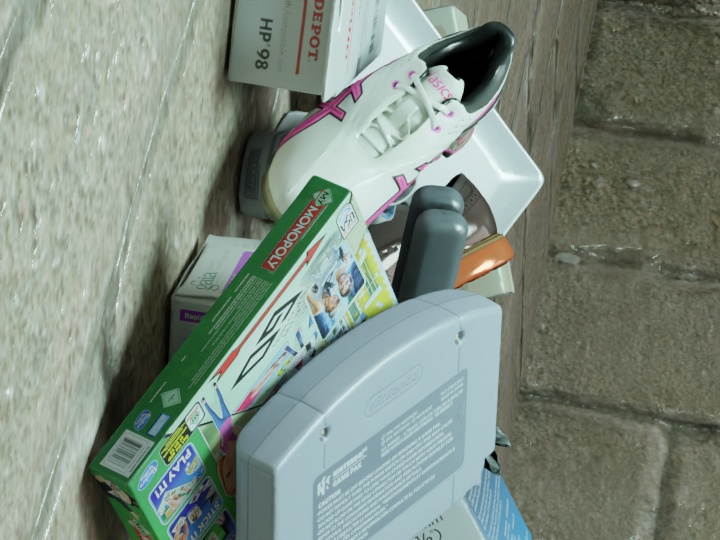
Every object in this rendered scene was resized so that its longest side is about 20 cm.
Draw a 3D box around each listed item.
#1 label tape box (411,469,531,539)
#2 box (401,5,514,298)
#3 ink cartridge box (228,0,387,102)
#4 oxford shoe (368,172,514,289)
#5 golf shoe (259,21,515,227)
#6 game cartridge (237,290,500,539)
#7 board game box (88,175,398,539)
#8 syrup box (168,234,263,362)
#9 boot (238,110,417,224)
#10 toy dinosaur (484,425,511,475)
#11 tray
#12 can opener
[{"bbox_3d":[0.042,0.129,1.883,0.201,0.066,0.143,61,12,-12],"label":"label tape box"},{"bbox_3d":[0.043,-0.074,1.977,0.078,0.094,0.201,4,75,-82],"label":"box"},{"bbox_3d":[-0.028,-0.170,1.660,0.200,0.066,0.117,-52,150,-75],"label":"ink cartridge box"},{"bbox_3d":[0.000,0.000,1.822,0.071,0.199,0.073,-25,-90,61],"label":"oxford shoe"},{"bbox_3d":[0.015,-0.086,1.656,0.200,0.073,0.092,-42,174,-42],"label":"golf shoe"},{"bbox_3d":[0.004,0.094,1.529,0.200,0.040,0.134,-33,139,-43],"label":"game cartridge"},{"bbox_3d":[-0.053,0.067,1.500,0.200,0.029,0.135,-53,145,-23],"label":"board game box"},{"bbox_3d":[-0.064,0.089,1.619,0.079,0.081,0.201,-66,163,-62],"label":"syrup box"},{"bbox_3d":[-0.011,-0.056,1.793,0.200,0.095,0.074,-41,139,-78],"label":"boot"},{"bbox_3d":[-0.003,0.097,1.689,0.102,0.135,0.201,-46,123,-32],"label":"toy dinosaur"},{"bbox_3d":[0.035,-0.099,1.888,0.200,0.022,0.108,52,56,-19],"label":"tray"},{"bbox_3d":[0.018,0.040,1.723,0.053,0.066,0.201,-99,-157,-54],"label":"can opener"}]
